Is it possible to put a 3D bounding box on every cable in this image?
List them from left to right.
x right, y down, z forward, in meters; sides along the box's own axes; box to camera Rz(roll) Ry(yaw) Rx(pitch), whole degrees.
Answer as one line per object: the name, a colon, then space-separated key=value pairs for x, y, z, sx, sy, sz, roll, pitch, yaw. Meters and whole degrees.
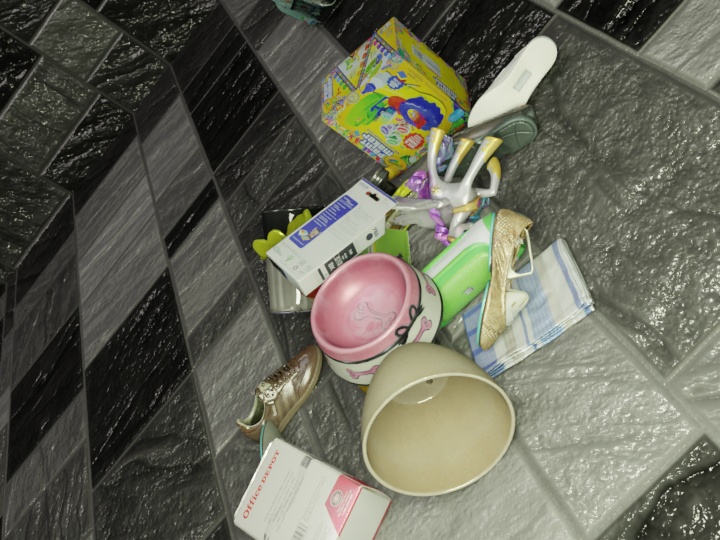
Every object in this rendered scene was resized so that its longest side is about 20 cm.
cable: x=0.022 y=-0.144 z=1.507 sx=0.097 sy=0.050 sz=0.200 roll=-47 pitch=-8 yaw=11

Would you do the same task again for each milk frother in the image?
milk frother: x=-0.068 y=-0.026 z=1.609 sx=0.200 sy=0.180 sz=0.189 roll=-3 pitch=95 yaw=20

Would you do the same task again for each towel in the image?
towel: x=0.229 y=0.056 z=1.231 sx=0.200 sy=0.024 sz=0.147 roll=-40 pitch=35 yaw=26

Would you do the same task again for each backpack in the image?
backpack: x=-0.155 y=-0.751 z=2.272 sx=0.151 sy=0.200 sz=0.178 roll=-40 pitch=32 yaw=60

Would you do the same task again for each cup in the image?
cup: x=0.087 y=0.177 z=1.163 sx=0.200 sy=0.200 sz=0.143 roll=-48 pitch=28 yaw=15

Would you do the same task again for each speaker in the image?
speaker: x=0.151 y=0.006 z=1.318 sx=0.200 sy=0.088 sz=0.089 roll=-44 pitch=35 yaw=20

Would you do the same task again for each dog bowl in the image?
dog bowl: x=0.015 y=0.062 z=1.270 sx=0.200 sy=0.074 sz=0.200 roll=-19 pitch=49 yaw=23

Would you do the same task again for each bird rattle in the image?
bird rattle: x=-0.073 y=-0.001 z=1.449 sx=0.113 sy=0.163 sz=0.200 roll=-38 pitch=59 yaw=-21

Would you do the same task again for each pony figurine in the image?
pony figurine: x=0.130 y=-0.121 z=1.403 sx=0.193 sy=0.166 sz=0.200 roll=15 pitch=90 yaw=30

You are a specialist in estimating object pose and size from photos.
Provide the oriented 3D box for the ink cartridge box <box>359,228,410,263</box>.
ink cartridge box: x=0.000 y=0.000 z=1.471 sx=0.200 sy=0.076 sz=0.148 roll=9 pitch=107 yaw=56

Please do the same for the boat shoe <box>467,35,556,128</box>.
boat shoe: x=0.254 y=-0.310 z=1.478 sx=0.200 sy=0.072 sz=0.069 roll=-58 pitch=2 yaw=19

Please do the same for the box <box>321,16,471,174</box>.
box: x=0.064 y=-0.313 z=1.601 sx=0.193 sy=0.200 sz=0.122 roll=-35 pitch=39 yaw=32

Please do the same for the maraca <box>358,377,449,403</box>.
maraca: x=0.056 y=0.143 z=1.315 sx=0.200 sy=0.107 sz=0.137 roll=28 pitch=109 yaw=42

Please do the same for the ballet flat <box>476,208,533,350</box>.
ballet flat: x=0.204 y=0.014 z=1.209 sx=0.065 sy=0.071 sz=0.200 roll=6 pitch=87 yaw=17

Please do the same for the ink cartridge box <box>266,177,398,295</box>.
ink cartridge box: x=-0.039 y=-0.054 z=1.344 sx=0.200 sy=0.039 sz=0.099 roll=-39 pitch=45 yaw=-11

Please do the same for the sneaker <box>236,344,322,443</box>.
sneaker: x=-0.141 y=0.212 z=1.541 sx=0.200 sy=0.075 sz=0.070 roll=-60 pitch=32 yaw=-3

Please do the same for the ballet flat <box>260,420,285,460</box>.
ballet flat: x=-0.134 y=0.340 z=1.451 sx=0.064 sy=0.067 sz=0.200 roll=-10 pitch=50 yaw=15

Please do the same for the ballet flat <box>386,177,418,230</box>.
ballet flat: x=0.052 y=-0.080 z=1.540 sx=0.200 sy=0.067 sz=0.067 roll=-50 pitch=24 yaw=7

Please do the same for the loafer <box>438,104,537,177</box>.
loafer: x=0.207 y=-0.215 z=1.461 sx=0.200 sy=0.072 sz=0.063 roll=-20 pitch=35 yaw=33

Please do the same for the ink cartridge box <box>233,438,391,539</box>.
ink cartridge box: x=-0.074 y=0.354 z=1.291 sx=0.200 sy=0.083 sz=0.147 roll=17 pitch=77 yaw=45
